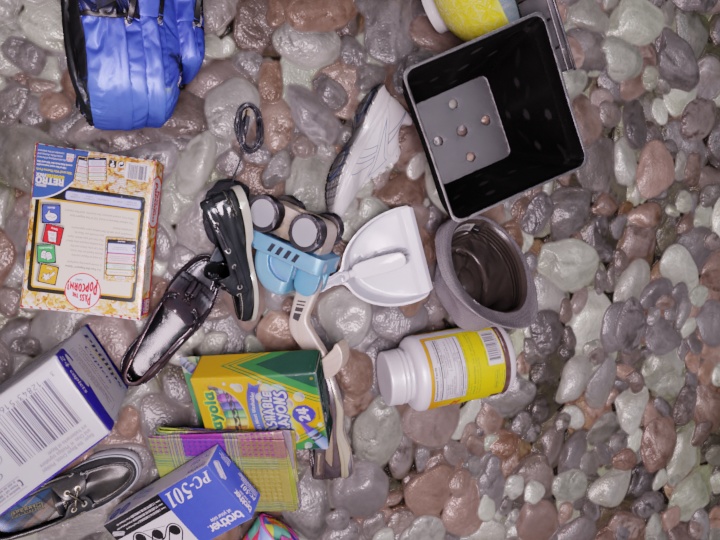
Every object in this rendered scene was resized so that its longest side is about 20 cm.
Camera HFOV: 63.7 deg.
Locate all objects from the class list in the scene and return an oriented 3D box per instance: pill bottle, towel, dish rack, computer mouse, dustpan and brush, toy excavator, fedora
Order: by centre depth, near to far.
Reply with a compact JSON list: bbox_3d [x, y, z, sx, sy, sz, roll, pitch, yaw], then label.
[{"bbox_3d":[-0.176,0.269,0.781,0.194,0.023,0.147,-2,118,6],"label":"towel"},{"bbox_3d":[-0.081,0.019,0.793,0.190,0.100,0.205,24,103,13],"label":"toy excavator"},{"bbox_3d":[-0.174,-0.134,0.811,0.057,0.034,0.206,15,84,0],"label":"computer mouse"},{"bbox_3d":[0.258,-0.373,0.840,0.053,0.201,0.156,-17,114,23],"label":"dish rack"},{"bbox_3d":[0.000,0.000,0.850,0.194,0.057,0.143,-16,101,5],"label":"dustpan and brush"},{"bbox_3d":[0.170,0.016,0.862,0.172,0.091,0.205,9,54,-24],"label":"fedora"},{"bbox_3d":[0.127,0.146,0.874,0.194,0.109,0.113,-7,96,-15],"label":"pill bottle"}]

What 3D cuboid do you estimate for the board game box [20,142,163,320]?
[{"bbox_3d":[-0.342,-0.047,0.744,0.147,0.046,0.207,7,91,-8],"label":"board game box"}]

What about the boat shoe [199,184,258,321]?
[{"bbox_3d":[-0.175,-0.011,0.761,0.065,0.075,0.203,-16,134,-25],"label":"boat shoe"}]

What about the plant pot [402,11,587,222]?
[{"bbox_3d":[0.167,-0.206,0.817,0.195,0.178,0.204,-22,100,-1],"label":"plant pot"}]

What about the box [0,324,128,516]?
[{"bbox_3d":[-0.383,0.175,0.678,0.182,0.200,0.106,-36,104,-11],"label":"box"}]

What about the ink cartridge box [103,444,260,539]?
[{"bbox_3d":[-0.236,0.317,0.765,0.198,0.044,0.095,-33,103,18],"label":"ink cartridge box"}]

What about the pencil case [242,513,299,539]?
[{"bbox_3d":[-0.166,0.454,0.823,0.087,0.088,0.203,34,83,-15],"label":"pencil case"}]

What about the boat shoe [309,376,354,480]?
[{"bbox_3d":[-0.061,0.213,0.842,0.071,0.074,0.206,-14,96,-15],"label":"boat shoe"}]

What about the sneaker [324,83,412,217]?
[{"bbox_3d":[0.013,-0.165,0.841,0.086,0.074,0.204,28,86,-21],"label":"sneaker"}]

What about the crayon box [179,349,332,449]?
[{"bbox_3d":[-0.142,0.176,0.770,0.194,0.052,0.129,-4,118,7],"label":"crayon box"}]

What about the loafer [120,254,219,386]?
[{"bbox_3d":[-0.251,0.070,0.781,0.071,0.063,0.202,36,84,-15],"label":"loafer"}]

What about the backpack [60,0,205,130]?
[{"bbox_3d":[-0.272,-0.275,0.701,0.163,0.162,0.207,-2,93,-19],"label":"backpack"}]

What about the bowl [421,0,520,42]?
[{"bbox_3d":[0.146,-0.404,0.832,0.106,0.200,0.204,-20,102,28],"label":"bowl"}]

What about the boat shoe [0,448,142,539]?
[{"bbox_3d":[-0.387,0.299,0.760,0.195,0.056,0.071,-20,99,-14],"label":"boat shoe"}]
